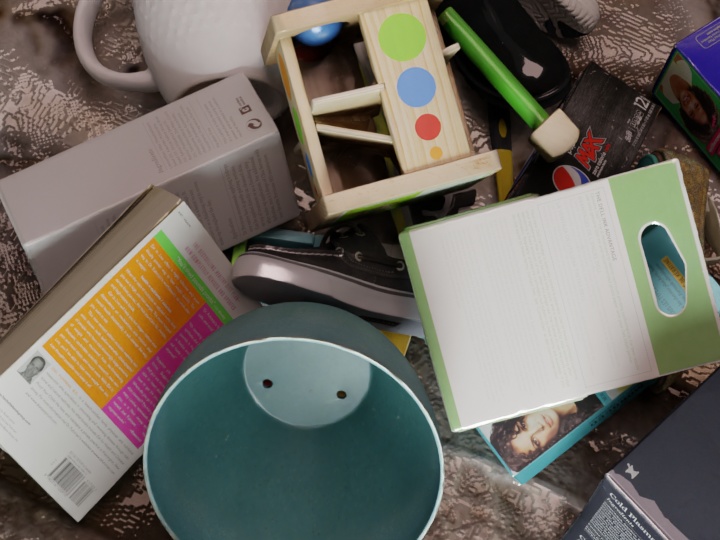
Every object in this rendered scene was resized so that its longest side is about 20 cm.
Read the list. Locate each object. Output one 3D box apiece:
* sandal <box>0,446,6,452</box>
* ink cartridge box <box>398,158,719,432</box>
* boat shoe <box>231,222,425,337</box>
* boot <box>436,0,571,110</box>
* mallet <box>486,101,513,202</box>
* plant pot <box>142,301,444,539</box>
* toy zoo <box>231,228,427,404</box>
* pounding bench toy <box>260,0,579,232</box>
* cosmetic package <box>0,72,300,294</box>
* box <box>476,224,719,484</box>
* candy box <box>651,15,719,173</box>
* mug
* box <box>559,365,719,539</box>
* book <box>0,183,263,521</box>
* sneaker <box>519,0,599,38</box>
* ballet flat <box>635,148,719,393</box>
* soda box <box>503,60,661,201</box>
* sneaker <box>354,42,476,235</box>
[{"bbox_3d":[-0.184,0.057,1.264,0.203,0.050,0.083,-44,119,-10],"label":"sandal"},{"bbox_3d":[0.139,0.016,1.211,0.198,0.048,0.147,-15,92,7],"label":"ink cartridge box"},{"bbox_3d":[0.000,0.000,1.255,0.198,0.070,0.067,12,73,-26],"label":"boat shoe"},{"bbox_3d":[0.087,-0.233,1.351,0.073,0.163,0.199,-28,50,-11],"label":"boot"},{"bbox_3d":[0.103,-0.086,1.379,0.065,0.041,0.202,-3,60,-13],"label":"mallet"},{"bbox_3d":[-0.041,0.101,1.204,0.198,0.202,0.135,9,28,-1],"label":"plant pot"},{"bbox_3d":[-0.040,0.034,1.312,0.198,0.021,0.132,8,64,-1],"label":"toy zoo"},{"bbox_3d":[0.043,-0.133,1.234,0.198,0.124,0.158,-15,88,-8],"label":"pounding bench toy"},{"bbox_3d":[-0.153,-0.052,1.280,0.199,0.102,0.071,-25,54,-10],"label":"cosmetic package"},{"bbox_3d":[0.167,0.060,1.266,0.199,0.049,0.083,-39,72,3],"label":"box"},{"bbox_3d":[0.363,-0.127,1.401,0.168,0.077,0.200,-31,70,-20],"label":"candy box"},{"bbox_3d":[-0.129,-0.202,1.359,0.198,0.148,0.177,-9,67,11],"label":"mug"},{"bbox_3d":[0.246,0.145,1.198,0.200,0.182,0.104,-39,74,-21],"label":"box"},{"bbox_3d":[-0.167,0.059,1.214,0.200,0.134,0.048,-46,37,-13],"label":"book"},{"bbox_3d":[0.150,-0.292,1.457,0.130,0.080,0.199,-43,65,-13],"label":"sneaker"},{"bbox_3d":[0.248,0.000,1.337,0.070,0.071,0.202,4,64,-4],"label":"ballet flat"},{"bbox_3d":[0.158,-0.068,1.324,0.070,0.063,0.200,33,47,0],"label":"soda box"},{"bbox_3d":[0.025,-0.095,1.356,0.078,0.090,0.202,-2,73,-43],"label":"sneaker"}]
